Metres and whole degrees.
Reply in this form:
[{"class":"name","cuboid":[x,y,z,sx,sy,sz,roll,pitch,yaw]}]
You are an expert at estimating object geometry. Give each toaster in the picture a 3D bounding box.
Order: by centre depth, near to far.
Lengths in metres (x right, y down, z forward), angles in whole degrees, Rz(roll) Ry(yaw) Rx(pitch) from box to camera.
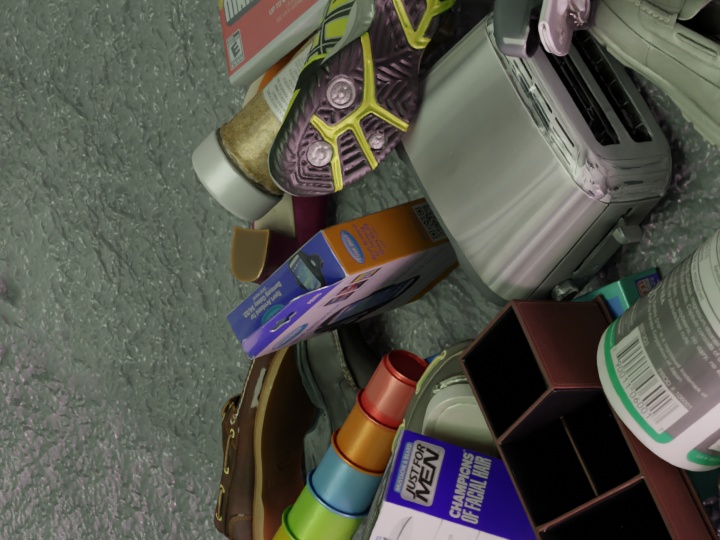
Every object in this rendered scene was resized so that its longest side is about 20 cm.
[{"class":"toaster","cuboid":[0.108,-0.084,1.333,0.129,0.113,0.200,-44,65,37]}]

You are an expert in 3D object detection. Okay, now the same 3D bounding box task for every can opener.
[{"class":"can opener","cuboid":[0.122,-0.227,1.262,0.067,0.053,0.201,6,79,25]}]

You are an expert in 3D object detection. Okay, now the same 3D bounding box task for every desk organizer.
[{"class":"desk organizer","cuboid":[0.141,0.116,1.279,0.072,0.077,0.201,-50,51,39]}]

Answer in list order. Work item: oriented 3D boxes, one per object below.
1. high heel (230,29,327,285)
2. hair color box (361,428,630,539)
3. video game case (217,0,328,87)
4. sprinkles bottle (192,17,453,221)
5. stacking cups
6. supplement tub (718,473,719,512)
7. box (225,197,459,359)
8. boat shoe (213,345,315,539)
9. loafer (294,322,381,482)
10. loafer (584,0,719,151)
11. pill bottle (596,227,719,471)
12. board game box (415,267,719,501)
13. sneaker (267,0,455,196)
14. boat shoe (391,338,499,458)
[{"class":"high heel","cuboid":[-0.042,-0.079,1.533,0.067,0.096,0.201,5,86,28]},{"class":"hair color box","cuboid":[0.104,0.182,1.351,0.199,0.065,0.109,16,143,-2]},{"class":"video game case","cuboid":[-0.060,-0.250,1.463,0.143,0.017,0.201,-34,56,43]},{"class":"sprinkles bottle","cuboid":[-0.027,-0.121,1.434,0.200,0.068,0.068,-42,71,18]},{"class":"stacking cups","cuboid":[-0.006,0.142,1.480,0.060,0.060,0.200,42,118,27]},{"class":"supplement tub","cuboid":[0.277,0.212,1.256,0.107,0.107,0.201,2,104,43]},{"class":"box","cuboid":[0.000,0.000,1.394,0.119,0.200,0.042,-41,73,41]},{"class":"boat shoe","cuboid":[-0.080,0.129,1.595,0.070,0.070,0.201,25,118,32]},{"class":"loafer","cuboid":[-0.004,0.077,1.521,0.072,0.073,0.201,-1,110,16]},{"class":"loafer","cuboid":[0.199,-0.143,1.266,0.200,0.070,0.070,45,112,25]},{"class":"pill bottle","cuboid":[0.243,0.023,1.227,0.200,0.113,0.113,-44,71,36]},{"class":"board game box","cuboid":[0.141,0.102,1.396,0.200,0.045,0.153,-26,83,44]},{"class":"sneaker","cuboid":[0.000,-0.136,1.339,0.200,0.075,0.076,-60,26,-7]},{"class":"boat shoe","cuboid":[0.056,0.130,1.413,0.202,0.072,0.060,107,169,-46]}]
